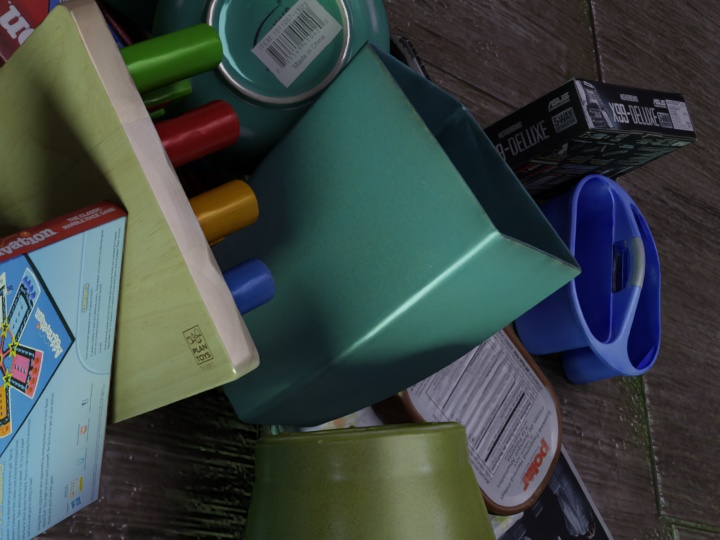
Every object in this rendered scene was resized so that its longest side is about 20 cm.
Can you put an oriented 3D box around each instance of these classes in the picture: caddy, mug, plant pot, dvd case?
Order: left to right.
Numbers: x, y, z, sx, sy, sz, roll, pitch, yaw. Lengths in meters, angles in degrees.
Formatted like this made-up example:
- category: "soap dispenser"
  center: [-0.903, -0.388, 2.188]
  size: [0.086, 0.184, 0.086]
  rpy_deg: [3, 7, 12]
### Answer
- category: "mug"
  center: [-0.057, -0.157, 0.748]
  size: [0.149, 0.114, 0.189]
  rpy_deg: [-3, 91, -9]
- category: "plant pot"
  center: [0.000, 0.000, 0.719]
  size: [0.142, 0.200, 0.141]
  rpy_deg: [56, 19, 24]
- category: "plant pot"
  center: [0.006, 0.190, 0.704]
  size: [0.198, 0.198, 0.197]
  rpy_deg: [3, 80, -46]
- category: "dvd case"
  center: [0.168, 0.252, 1.007]
  size: [0.150, 0.025, 0.202]
  rpy_deg: [-37, 99, -48]
- category: "caddy"
  center: [0.223, 0.008, 1.117]
  size: [0.140, 0.104, 0.203]
  rpy_deg: [32, 51, -31]

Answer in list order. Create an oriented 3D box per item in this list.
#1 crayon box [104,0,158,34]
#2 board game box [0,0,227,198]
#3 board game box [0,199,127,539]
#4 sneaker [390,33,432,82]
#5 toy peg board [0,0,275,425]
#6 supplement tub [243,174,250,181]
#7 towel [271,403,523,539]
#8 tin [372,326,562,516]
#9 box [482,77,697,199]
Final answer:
- category: "crayon box"
  center: [-0.174, -0.285, 0.837]
  size: [0.172, 0.058, 0.203]
  rpy_deg: [34, 41, -38]
- category: "board game box"
  center: [-0.179, -0.118, 0.802]
  size: [0.201, 0.019, 0.103]
  rpy_deg: [53, 43, -15]
- category: "board game box"
  center: [-0.173, 0.066, 0.617]
  size: [0.019, 0.203, 0.102]
  rpy_deg: [32, 38, 26]
- category: "sneaker"
  center: [0.032, -0.118, 0.998]
  size: [0.076, 0.087, 0.202]
  rpy_deg: [57, 8, -50]
- category: "toy peg board"
  center: [-0.125, -0.032, 0.679]
  size: [0.097, 0.199, 0.202]
  rpy_deg: [-27, 93, -38]
- category: "supplement tub"
  center: [-0.026, -0.092, 0.879]
  size: [0.131, 0.131, 0.203]
  rpy_deg: [-15, 84, -49]
- category: "towel"
  center: [0.034, 0.138, 0.855]
  size: [0.170, 0.048, 0.203]
  rpy_deg: [-36, 113, -35]
- category: "tin"
  center: [0.076, 0.090, 0.836]
  size: [0.113, 0.042, 0.201]
  rpy_deg: [-52, 122, -22]
- category: "box"
  center: [0.198, -0.117, 1.111]
  size: [0.198, 0.157, 0.051]
  rpy_deg: [-4, 73, -46]
